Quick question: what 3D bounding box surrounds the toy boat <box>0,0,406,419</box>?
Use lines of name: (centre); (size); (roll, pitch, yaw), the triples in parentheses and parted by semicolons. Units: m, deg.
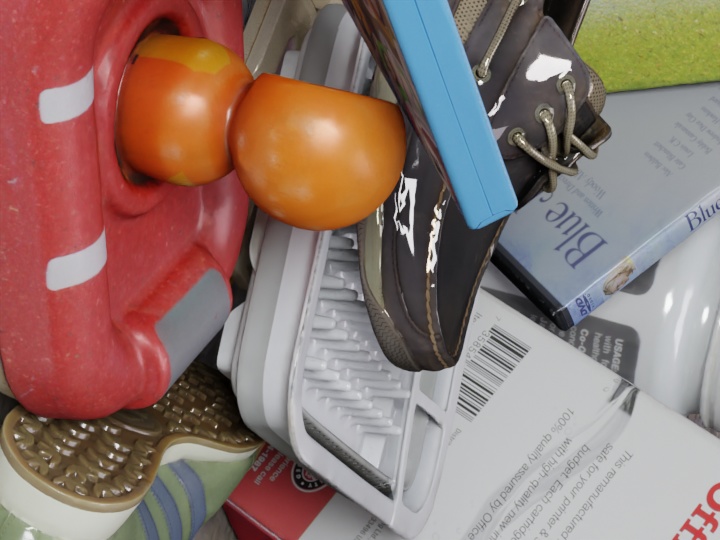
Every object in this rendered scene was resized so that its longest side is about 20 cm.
toy boat: (-0.048, -0.048, 0.655); (0.131, 0.130, 0.202); (-51, 148, -51)

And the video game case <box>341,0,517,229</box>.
video game case: (-0.014, -0.123, 0.641); (0.144, 0.018, 0.201); (66, -1, -47)

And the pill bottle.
pill bottle: (0.113, 0.012, 1.068); (0.113, 0.198, 0.114); (15, 90, -72)

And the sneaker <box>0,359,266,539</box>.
sneaker: (-0.094, 0.084, 0.751); (0.090, 0.067, 0.200); (-60, 172, 11)

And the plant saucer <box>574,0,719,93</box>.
plant saucer: (0.152, -0.186, 1.004); (0.048, 0.198, 0.202); (36, 55, -55)

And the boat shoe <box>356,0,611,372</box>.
boat shoe: (0.048, -0.063, 0.764); (0.074, 0.073, 0.202); (43, 56, -68)

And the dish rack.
dish rack: (0.000, 0.000, 0.829); (0.200, 0.043, 0.173); (48, 52, -68)

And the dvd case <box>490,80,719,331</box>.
dvd case: (0.128, -0.073, 1.015); (0.199, 0.143, 0.018); (-37, 137, -7)

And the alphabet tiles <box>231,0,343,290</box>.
alphabet tiles: (-0.005, -0.072, 0.869); (0.200, 0.014, 0.197); (57, 50, -66)

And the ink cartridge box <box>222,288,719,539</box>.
ink cartridge box: (0.064, 0.110, 0.951); (0.147, 0.199, 0.083); (-49, 154, -17)

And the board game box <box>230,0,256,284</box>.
board game box: (-0.016, -0.108, 0.875); (0.200, 0.026, 0.202); (-39, 140, -61)
